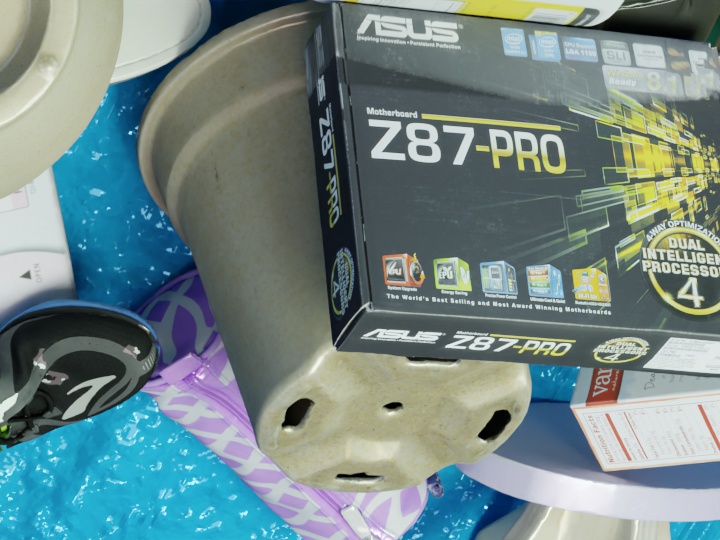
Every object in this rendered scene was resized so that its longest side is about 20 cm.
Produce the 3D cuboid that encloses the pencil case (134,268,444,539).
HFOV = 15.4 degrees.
[{"bbox_3d":[-0.045,0.085,1.442,0.084,0.086,0.200,-32,125,20],"label":"pencil case"}]

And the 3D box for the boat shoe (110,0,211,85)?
[{"bbox_3d":[-0.173,-0.109,1.308,0.200,0.073,0.062,-14,168,-16],"label":"boat shoe"}]

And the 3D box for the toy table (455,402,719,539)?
[{"bbox_3d":[0.132,0.151,1.492,0.200,0.184,0.117,8,105,-22],"label":"toy table"}]

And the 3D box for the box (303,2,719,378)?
[{"bbox_3d":[0.079,-0.036,1.228,0.200,0.161,0.049,5,150,-19],"label":"box"}]

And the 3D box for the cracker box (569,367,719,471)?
[{"bbox_3d":[0.222,0.032,1.409,0.200,0.134,0.058,-7,132,27],"label":"cracker box"}]

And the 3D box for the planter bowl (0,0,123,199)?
[{"bbox_3d":[-0.195,-0.118,1.191,0.200,0.135,0.200,-1,95,-15],"label":"planter bowl"}]

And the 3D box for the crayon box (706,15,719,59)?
[{"bbox_3d":[0.258,-0.141,1.404,0.119,0.058,0.200,34,107,-31],"label":"crayon box"}]

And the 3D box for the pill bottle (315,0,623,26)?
[{"bbox_3d":[0.026,-0.176,1.235,0.200,0.112,0.112,4,120,-17],"label":"pill bottle"}]

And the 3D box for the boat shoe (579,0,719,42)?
[{"bbox_3d":[0.129,-0.105,1.341,0.076,0.074,0.200,7,126,-20],"label":"boat shoe"}]

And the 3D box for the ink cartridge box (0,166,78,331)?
[{"bbox_3d":[-0.247,0.008,1.357,0.200,0.057,0.163,-15,125,-12],"label":"ink cartridge box"}]

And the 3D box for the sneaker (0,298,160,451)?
[{"bbox_3d":[-0.192,0.077,1.341,0.200,0.083,0.071,-20,125,1],"label":"sneaker"}]

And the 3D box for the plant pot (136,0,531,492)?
[{"bbox_3d":[0.000,0.000,1.305,0.200,0.184,0.200,-8,145,-6],"label":"plant pot"}]
